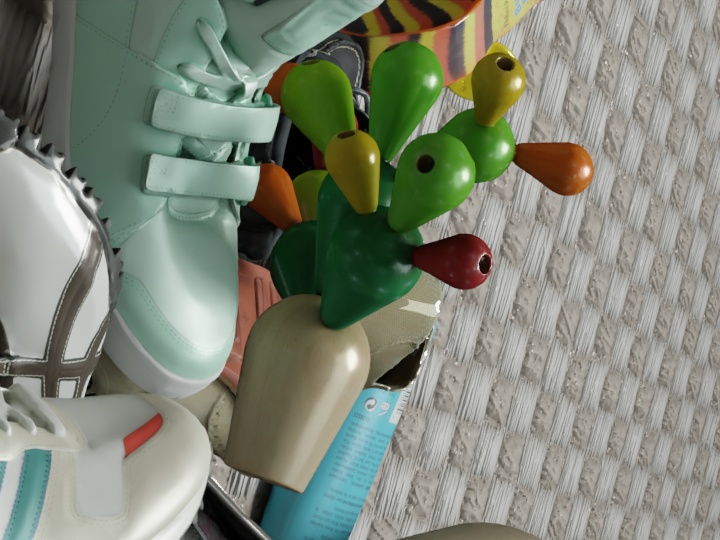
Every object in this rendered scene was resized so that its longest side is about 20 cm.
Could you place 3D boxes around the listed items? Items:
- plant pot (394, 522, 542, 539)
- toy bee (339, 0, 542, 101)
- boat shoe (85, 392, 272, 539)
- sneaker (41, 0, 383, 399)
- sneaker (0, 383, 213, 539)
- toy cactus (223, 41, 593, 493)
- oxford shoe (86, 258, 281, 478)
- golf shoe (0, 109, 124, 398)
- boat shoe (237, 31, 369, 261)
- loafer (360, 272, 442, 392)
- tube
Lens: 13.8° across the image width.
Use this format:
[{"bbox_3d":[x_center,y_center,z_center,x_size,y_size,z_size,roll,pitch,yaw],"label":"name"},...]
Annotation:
[{"bbox_3d":[-0.007,0.208,1.327,0.199,0.187,0.189,4,100,-48],"label":"plant pot"},{"bbox_3d":[0.066,-0.152,1.386,0.131,0.108,0.201,68,39,-59],"label":"toy bee"},{"bbox_3d":[-0.061,0.105,1.118,0.200,0.057,0.067,48,47,-32],"label":"boat shoe"},{"bbox_3d":[-0.044,-0.059,1.001,0.074,0.118,0.202,-4,89,-54],"label":"sneaker"},{"bbox_3d":[-0.128,0.055,0.893,0.199,0.070,0.094,-16,118,-33],"label":"sneaker"},{"bbox_3d":[0.000,0.000,1.072,0.200,0.102,0.166,7,-105,66],"label":"toy cactus"},{"bbox_3d":[-0.070,0.030,1.158,0.200,0.073,0.071,62,22,-58],"label":"oxford shoe"},{"bbox_3d":[-0.126,0.038,0.972,0.095,0.077,0.201,-59,155,-44],"label":"golf shoe"},{"bbox_3d":[-0.026,-0.053,1.235,0.199,0.066,0.075,-39,138,-64],"label":"boat shoe"},{"bbox_3d":[-0.002,0.024,1.306,0.200,0.068,0.076,119,-11,-86],"label":"loafer"},{"bbox_3d":[-0.020,0.109,1.423,0.077,0.050,0.201,24,85,-60],"label":"tube"}]
